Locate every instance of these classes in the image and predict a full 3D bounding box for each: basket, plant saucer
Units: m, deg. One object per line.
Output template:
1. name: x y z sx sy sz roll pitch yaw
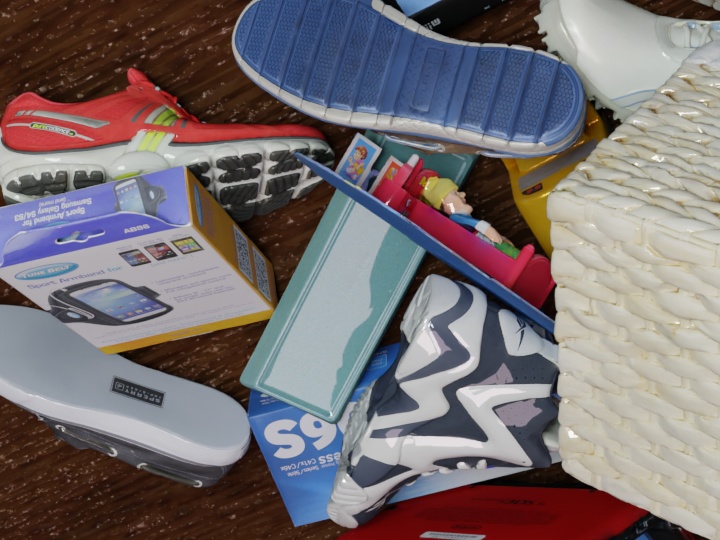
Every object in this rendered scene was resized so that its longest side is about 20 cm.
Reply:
1. basket: 0.210 0.022 0.834 0.199 0.160 0.199 23 135 38
2. plant saucer: 0.000 0.000 1.018 0.069 0.019 0.201 24 104 -13

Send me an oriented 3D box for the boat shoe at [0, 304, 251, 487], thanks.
1. boat shoe: -0.169 0.087 1.081 0.199 0.070 0.066 20 133 -10

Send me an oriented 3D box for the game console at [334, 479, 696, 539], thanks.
1. game console: 0.111 0.198 1.056 0.199 0.172 0.120 -6 102 45

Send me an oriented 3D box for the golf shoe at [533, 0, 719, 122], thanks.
1. golf shoe: 0.190 -0.117 0.925 0.199 0.079 0.097 26 136 -23

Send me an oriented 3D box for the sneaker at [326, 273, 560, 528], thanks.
1. sneaker: 0.064 0.100 1.009 0.129 0.080 0.200 22 123 -6

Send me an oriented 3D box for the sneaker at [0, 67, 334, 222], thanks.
1. sneaker: -0.111 -0.079 0.971 0.198 0.086 0.077 -2 151 -19

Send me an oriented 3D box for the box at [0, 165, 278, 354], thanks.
1. box: -0.130 -0.006 0.969 0.118 0.042 0.200 -12 158 9

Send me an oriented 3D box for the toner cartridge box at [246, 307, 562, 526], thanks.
1. toner cartridge box: 0.035 0.096 1.087 0.198 0.043 0.095 -16 120 11

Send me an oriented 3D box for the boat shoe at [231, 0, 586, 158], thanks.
1. boat shoe: 0.025 -0.097 0.917 0.199 0.072 0.073 20 81 15

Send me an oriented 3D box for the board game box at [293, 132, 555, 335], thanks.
1. board game box: 0.056 -0.024 0.928 0.199 0.158 0.039 34 90 -17

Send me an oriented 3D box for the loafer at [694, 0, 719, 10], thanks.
1. loafer: 0.251 -0.163 0.910 0.198 0.063 0.072 9 121 -3

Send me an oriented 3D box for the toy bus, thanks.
1. toy bus: 0.140 -0.027 0.986 0.065 0.079 0.200 -26 120 17

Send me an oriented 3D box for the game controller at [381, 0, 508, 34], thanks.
1. game controller: 0.058 -0.189 0.915 0.199 0.042 0.105 -24 117 17
